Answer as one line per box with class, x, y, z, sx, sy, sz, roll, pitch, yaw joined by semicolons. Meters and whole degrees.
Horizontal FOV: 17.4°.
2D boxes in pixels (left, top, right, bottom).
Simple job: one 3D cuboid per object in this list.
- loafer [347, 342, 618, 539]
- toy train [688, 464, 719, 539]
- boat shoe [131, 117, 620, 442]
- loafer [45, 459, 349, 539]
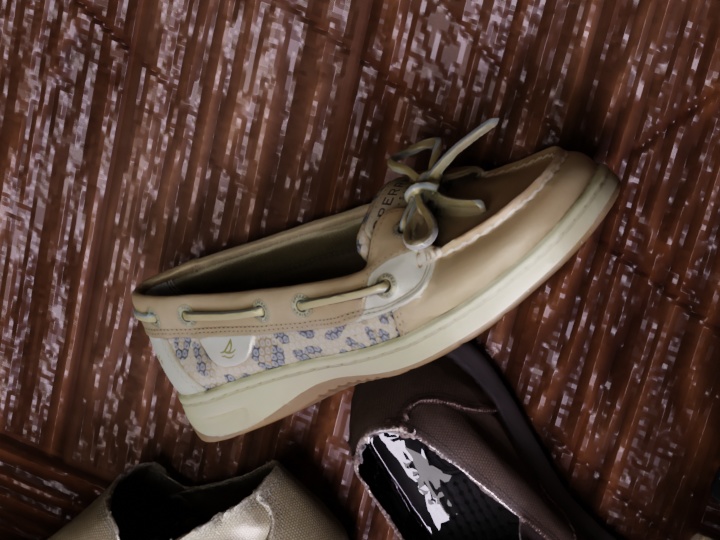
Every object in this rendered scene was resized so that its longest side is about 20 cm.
loafer;0.054;0.118;0.860;0.073;0.071;0.200;-35;97;32
toy train;0.115;0.125;0.817;0.034;0.046;0.201;23;94;-19
boat shoe;0.000;0.000;0.828;0.199;0.073;0.063;-27;104;31
loafer;-0.094;0.114;0.925;0.198;0.076;0.068;-12;107;18
